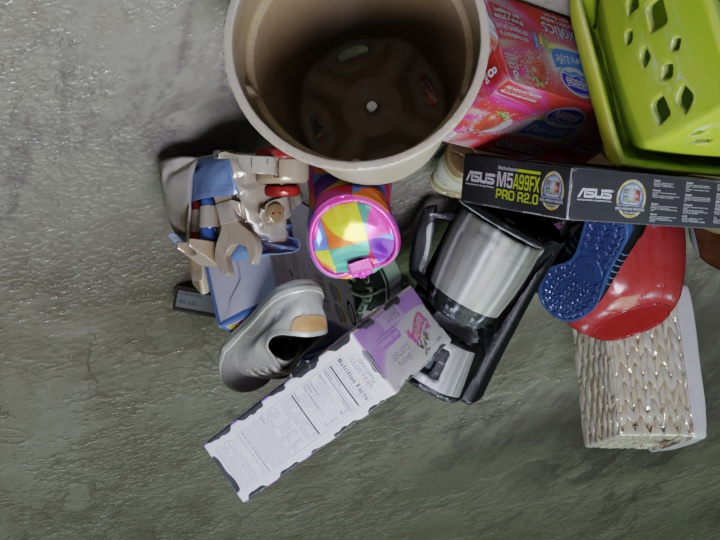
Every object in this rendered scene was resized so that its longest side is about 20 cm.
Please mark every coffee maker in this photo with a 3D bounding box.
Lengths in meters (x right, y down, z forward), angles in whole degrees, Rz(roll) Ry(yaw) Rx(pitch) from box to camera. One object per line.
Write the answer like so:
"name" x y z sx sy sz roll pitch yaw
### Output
"coffee maker" 0.126 0.032 1.727 0.191 0.134 0.201 12 110 -50

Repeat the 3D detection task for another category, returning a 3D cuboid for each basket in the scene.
"basket" 0.348 0.125 2.081 0.122 0.202 0.136 0 167 -15

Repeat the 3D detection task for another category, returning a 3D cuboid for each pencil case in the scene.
"pencil case" -0.007 -0.062 1.450 0.087 0.200 0.089 0 113 0

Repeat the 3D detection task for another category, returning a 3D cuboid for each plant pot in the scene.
"plant pot" 0.298 -0.185 1.386 0.198 0.201 0.181 1 157 -35
"plant pot" 0.003 -0.153 1.296 0.198 0.202 0.184 -16 168 1

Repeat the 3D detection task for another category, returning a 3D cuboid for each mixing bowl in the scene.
"mixing bowl" 0.303 0.014 1.932 0.198 0.109 0.201 -13 156 -6

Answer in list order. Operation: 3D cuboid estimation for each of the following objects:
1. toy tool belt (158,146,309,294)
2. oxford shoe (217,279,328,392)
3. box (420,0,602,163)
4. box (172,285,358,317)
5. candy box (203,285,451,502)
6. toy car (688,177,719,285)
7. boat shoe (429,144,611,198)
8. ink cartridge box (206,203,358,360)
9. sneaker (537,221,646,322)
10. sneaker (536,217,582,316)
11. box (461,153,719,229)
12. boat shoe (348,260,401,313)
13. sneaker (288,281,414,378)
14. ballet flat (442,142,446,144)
"toy tool belt" -0.103 -0.041 1.453 0.124 0.124 0.199 -2 180 -32
"oxford shoe" -0.084 0.077 1.544 0.075 0.058 0.200 -4 154 -28
"box" 0.150 -0.164 1.453 0.199 0.096 0.099 9 147 -44
"box" -0.090 0.047 1.779 0.120 0.033 0.199 8 177 44
"candy box" -0.029 0.116 1.562 0.200 0.072 0.168 -38 178 25
"toy car" 0.371 -0.073 1.729 0.199 0.166 0.158 12 145 -34
"boat shoe" 0.166 -0.099 1.648 0.198 0.074 0.063 6 152 -22
"ink cartridge box" -0.073 0.005 1.634 0.076 0.138 0.200 -24 155 23
"sneaker" 0.255 -0.021 1.743 0.078 0.070 0.200 -42 168 -35
"sneaker" 0.247 -0.043 1.812 0.200 0.086 0.080 -51 175 22
"box" 0.211 -0.068 1.422 0.198 0.045 0.160 2 -174 -30
"boat shoe" -0.001 -0.002 1.745 0.068 0.074 0.199 -29 167 -6
"sneaker" -0.011 0.083 1.925 0.198 0.078 0.086 -21 160 13
"ballet flat" 0.108 -0.142 1.549 0.198 0.047 0.067 -6 168 -30
